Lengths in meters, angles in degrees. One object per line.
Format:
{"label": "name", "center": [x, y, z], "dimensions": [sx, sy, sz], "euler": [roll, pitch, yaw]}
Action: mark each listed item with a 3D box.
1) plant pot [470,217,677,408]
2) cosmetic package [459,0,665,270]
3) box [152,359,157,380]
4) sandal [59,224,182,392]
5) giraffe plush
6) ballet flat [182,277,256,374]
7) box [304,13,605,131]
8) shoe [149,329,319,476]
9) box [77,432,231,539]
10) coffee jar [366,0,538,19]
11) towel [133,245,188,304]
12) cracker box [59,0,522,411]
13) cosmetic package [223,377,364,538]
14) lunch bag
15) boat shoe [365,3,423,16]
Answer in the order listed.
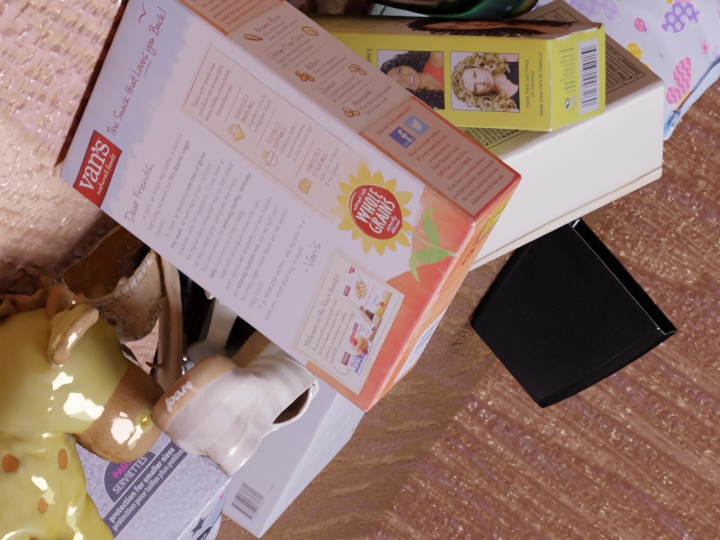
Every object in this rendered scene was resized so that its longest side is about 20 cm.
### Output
{"label": "plant pot", "center": [0.246, 0.056, 2.876], "dimensions": [0.177, 0.200, 0.199], "euler": [-41, 172, 9]}
{"label": "cosmetic package", "center": [0.062, -0.066, 1.320], "dimensions": [0.199, 0.104, 0.074], "euler": [-25, 136, -21]}
{"label": "box", "center": [-0.099, 0.088, 1.692], "dimensions": [0.100, 0.075, 0.201], "euler": [-47, 167, -33]}
{"label": "sandal", "center": [-0.129, -0.005, 1.299], "dimensions": [0.078, 0.069, 0.213], "euler": [-104, -161, -51]}
{"label": "giraffe plush", "center": [-0.171, 0.091, 1.242], "dimensions": [0.200, 0.172, 0.163], "euler": [34, 81, -45]}
{"label": "ballet flat", "center": [-0.068, 0.005, 1.307], "dimensions": [0.201, 0.069, 0.072], "euler": [108, -1, -53]}
{"label": "box", "center": [0.024, -0.106, 1.242], "dimensions": [0.075, 0.198, 0.051], "euler": [-23, 113, -60]}
{"label": "shoe", "center": [-0.060, 0.073, 1.270], "dimensions": [0.070, 0.053, 0.200], "euler": [-50, 174, 11]}
{"label": "box", "center": [-0.186, 0.171, 1.399], "dimensions": [0.200, 0.132, 0.115], "euler": [-49, 171, -22]}
{"label": "coffee jar", "center": [0.045, -0.184, 1.318], "dimensions": [0.200, 0.103, 0.086], "euler": [-13, 115, -74]}
{"label": "towel", "center": [-0.064, -0.058, 1.426], "dimensions": [0.200, 0.048, 0.112], "euler": [-51, 169, -8]}
{"label": "cracker box", "center": [-0.037, -0.046, 1.145], "dimensions": [0.058, 0.199, 0.134], "euler": [-42, 166, -49]}
{"label": "cosmetic package", "center": [-0.019, 0.072, 1.658], "dimensions": [0.151, 0.052, 0.201], "euler": [-40, 162, -54]}
{"label": "lunch bag", "center": [0.153, -0.184, 1.550], "dimensions": [0.170, 0.199, 0.127], "euler": [-49, 169, -24]}
{"label": "boat shoe", "center": [0.029, -0.150, 1.509], "dimensions": [0.201, 0.075, 0.061], "euler": [112, -22, -47]}
